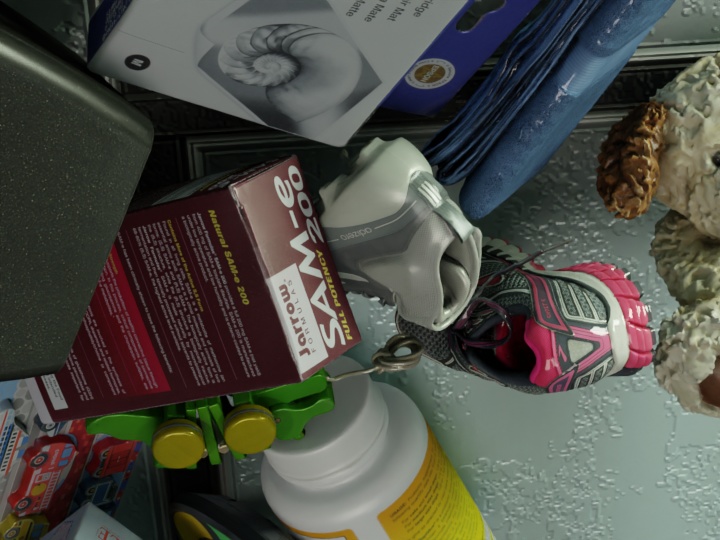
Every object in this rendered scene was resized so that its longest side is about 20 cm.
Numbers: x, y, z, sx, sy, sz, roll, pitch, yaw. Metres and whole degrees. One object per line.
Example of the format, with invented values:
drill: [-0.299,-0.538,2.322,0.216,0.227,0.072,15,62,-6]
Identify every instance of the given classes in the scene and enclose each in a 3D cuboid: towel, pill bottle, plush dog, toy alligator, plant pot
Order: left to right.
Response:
plant pot: [-0.220,-0.052,1.004,0.177,0.200,0.200,17,103,-32]
toy alligator: [-0.057,0.082,1.189,0.199,0.059,0.054,-12,131,-1]
pill bottle: [0.009,0.145,1.279,0.109,0.110,0.200,-20,131,12]
towel: [0.114,-0.121,1.064,0.049,0.112,0.200,42,124,8]
plush dog: [0.219,-0.041,1.138,0.199,0.160,0.172,-23,114,-9]

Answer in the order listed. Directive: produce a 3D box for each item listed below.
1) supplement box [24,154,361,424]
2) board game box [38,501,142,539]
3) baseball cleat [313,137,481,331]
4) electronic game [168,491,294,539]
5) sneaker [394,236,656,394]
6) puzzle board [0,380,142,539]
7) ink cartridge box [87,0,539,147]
supplement box: [-0.106,0.013,1.106,0.199,0.061,0.109,-11,104,39]
board game box: [-0.155,0.256,1.295,0.200,0.041,0.199,40,128,-19]
baseball cleat: [0.000,0.000,1.118,0.107,0.070,0.200,48,156,0]
electronic game: [-0.046,0.213,1.301,0.042,0.200,0.200,-46,132,-18]
sneaker: [0.075,0.026,1.145,0.074,0.200,0.081,-17,98,-29]
puzzle board: [-0.195,0.122,1.251,0.150,0.017,0.201,-14,141,-38]
ink cartridge box: [-0.002,-0.134,0.971,0.199,0.041,0.200,13,145,-24]
